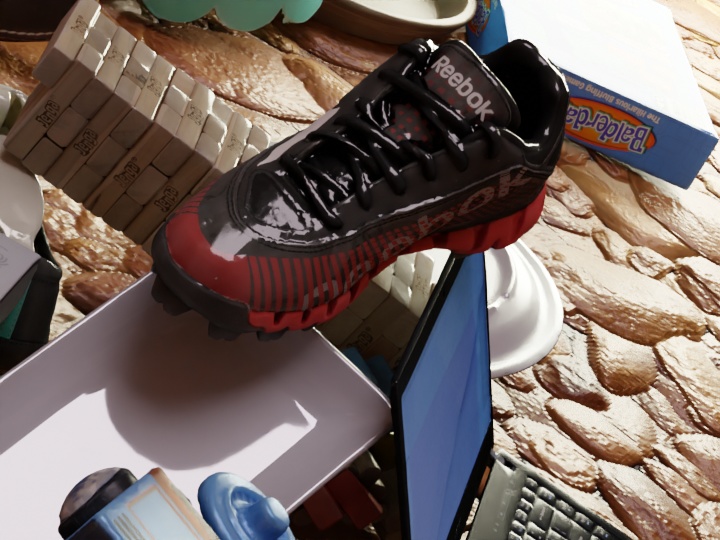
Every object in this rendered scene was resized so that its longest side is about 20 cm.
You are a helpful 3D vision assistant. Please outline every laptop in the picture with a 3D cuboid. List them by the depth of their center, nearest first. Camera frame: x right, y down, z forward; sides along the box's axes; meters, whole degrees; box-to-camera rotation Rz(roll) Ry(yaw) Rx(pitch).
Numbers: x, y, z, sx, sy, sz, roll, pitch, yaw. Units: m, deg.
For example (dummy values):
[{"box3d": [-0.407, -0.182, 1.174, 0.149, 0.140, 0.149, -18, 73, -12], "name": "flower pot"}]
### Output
[{"box3d": [0.086, 0.097, 0.936, 0.200, 0.103, 0.177, 34, 28, -2], "name": "laptop"}]

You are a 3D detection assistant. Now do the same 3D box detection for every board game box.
[{"box3d": [0.143, -0.143, 1.503, 0.151, 0.045, 0.200, 23, 27, -14], "name": "board game box"}]

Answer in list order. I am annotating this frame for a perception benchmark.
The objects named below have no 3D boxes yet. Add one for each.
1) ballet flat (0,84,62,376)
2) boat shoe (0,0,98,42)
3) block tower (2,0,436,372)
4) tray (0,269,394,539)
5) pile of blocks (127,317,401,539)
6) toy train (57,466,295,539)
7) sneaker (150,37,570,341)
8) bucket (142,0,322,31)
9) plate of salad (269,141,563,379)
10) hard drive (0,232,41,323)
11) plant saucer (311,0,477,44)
[{"box3d": [-0.158, -0.037, 0.977, 0.068, 0.069, 0.200, 11, 32, -30], "name": "ballet flat"}, {"box3d": [-0.225, -0.155, 1.118, 0.199, 0.071, 0.070, 18, 21, -7], "name": "boat shoe"}, {"box3d": [-0.056, -0.026, 0.964, 0.200, 0.058, 0.054, 38, 27, -15], "name": "block tower"}, {"box3d": [-0.088, 0.075, 0.823, 0.107, 0.022, 0.200, 42, 55, 15], "name": "tray"}, {"box3d": [-0.026, 0.067, 0.915, 0.199, 0.082, 0.062, 10, 32, -37], "name": "pile of blocks"}, {"box3d": [-0.033, 0.150, 0.719, 0.200, 0.087, 0.114, 51, 18, 1], "name": "toy train"}, {"box3d": [0.006, -0.038, 0.869, 0.200, 0.098, 0.071, -21, 62, -40], "name": "sneaker"}, {"box3d": [-0.083, -0.247, 1.310, 0.206, 0.135, 0.208, 14, 37, -11], "name": "bucket"}, {"box3d": [0.000, 0.000, 1.102, 0.199, 0.048, 0.200, 15, 29, -8], "name": "plate of salad"}, {"box3d": [-0.226, -0.023, 0.833, 0.199, 0.026, 0.132, 30, 26, 0], "name": "hard drive"}, {"box3d": [-0.019, -0.201, 1.457, 0.199, 0.030, 0.200, 23, 27, -13], "name": "plant saucer"}]
